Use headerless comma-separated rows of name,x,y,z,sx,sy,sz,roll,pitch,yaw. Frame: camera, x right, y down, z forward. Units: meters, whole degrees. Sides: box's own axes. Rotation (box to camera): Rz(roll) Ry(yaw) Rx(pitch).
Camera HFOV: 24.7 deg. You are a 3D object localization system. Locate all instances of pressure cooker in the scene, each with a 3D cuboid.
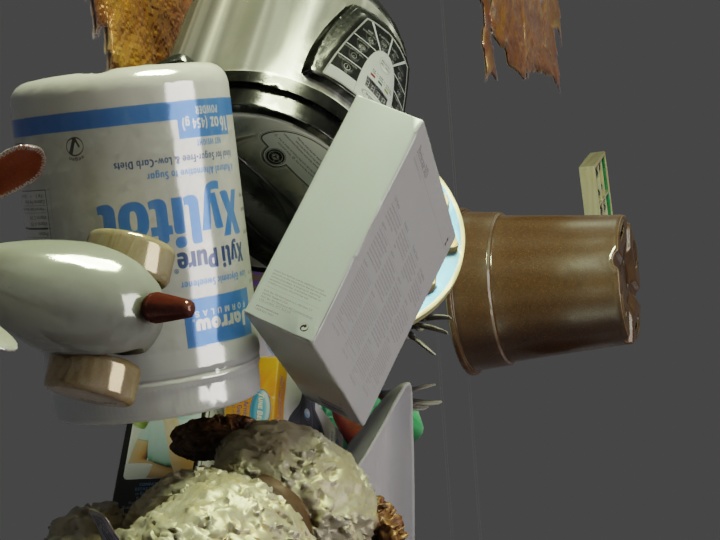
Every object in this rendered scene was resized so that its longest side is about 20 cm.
pressure cooker,-0.061,-0.094,1.148,0.179,0.175,0.200,101,2,-48

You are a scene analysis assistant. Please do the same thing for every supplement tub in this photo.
supplement tub,-0.132,-0.018,0.981,0.132,0.132,0.201,-23,107,-71

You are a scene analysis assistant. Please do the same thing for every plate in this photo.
plate,-0.008,0.206,1.151,0.200,0.032,0.200,-52,146,-54

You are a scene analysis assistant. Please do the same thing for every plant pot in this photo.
plant pot,0.218,0.017,1.920,0.200,0.198,0.201,-5,90,-71

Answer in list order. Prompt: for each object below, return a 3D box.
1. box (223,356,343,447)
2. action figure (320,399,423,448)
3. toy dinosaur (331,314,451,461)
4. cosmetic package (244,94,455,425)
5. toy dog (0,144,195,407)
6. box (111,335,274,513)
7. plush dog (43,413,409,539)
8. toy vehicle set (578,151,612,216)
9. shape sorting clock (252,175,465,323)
box,-0.050,0.148,1.141,0.200,0.041,0.119,55,35,-62
action figure,-0.012,0.132,1.428,0.200,0.055,0.118,47,43,-52
toy dinosaur,-0.005,0.075,1.281,0.182,0.199,0.105,-54,135,-47
cosmetic package,0.000,0.000,1.043,0.151,0.052,0.200,-61,163,-13
toy dog,-0.163,0.006,0.822,0.200,0.096,0.132,-2,84,-43
box,-0.110,0.119,1.127,0.117,0.060,0.200,58,33,-54
plush dog,-0.064,0.154,0.962,0.172,0.200,0.161,-45,168,-45
toy vehicle set,0.401,-0.091,2.764,0.124,0.026,0.201,-45,128,-67
shape sorting clock,-0.019,-0.034,1.240,0.039,0.199,0.200,98,0,-55
